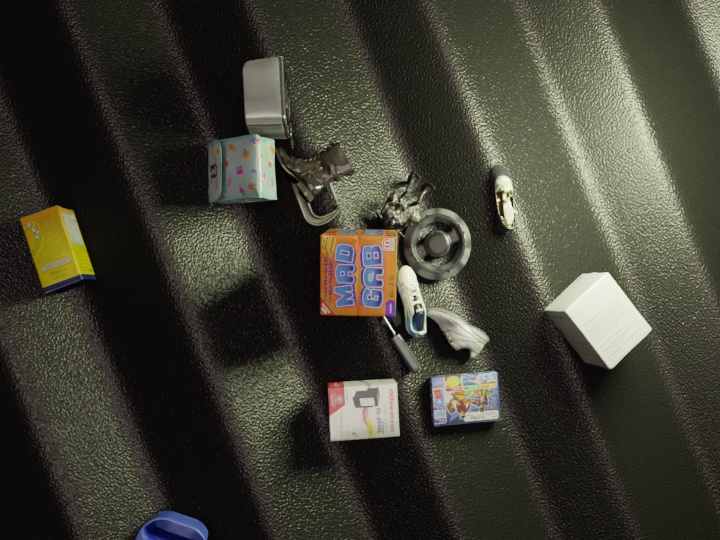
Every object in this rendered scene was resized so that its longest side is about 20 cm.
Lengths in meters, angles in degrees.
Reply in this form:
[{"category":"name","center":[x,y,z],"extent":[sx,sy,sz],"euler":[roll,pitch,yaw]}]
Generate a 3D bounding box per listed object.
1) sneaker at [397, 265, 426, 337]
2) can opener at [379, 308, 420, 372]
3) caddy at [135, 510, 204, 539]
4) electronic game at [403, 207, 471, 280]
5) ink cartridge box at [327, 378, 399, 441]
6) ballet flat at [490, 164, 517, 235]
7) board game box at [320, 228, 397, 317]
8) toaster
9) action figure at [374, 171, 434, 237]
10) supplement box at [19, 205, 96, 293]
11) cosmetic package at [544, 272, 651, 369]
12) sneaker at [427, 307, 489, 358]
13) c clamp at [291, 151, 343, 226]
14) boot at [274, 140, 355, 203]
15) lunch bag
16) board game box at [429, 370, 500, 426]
[{"category":"sneaker","center":[0.150,0.086,1.757],"extent":[0.070,0.072,0.206],"euler":[-13,93,-28]},{"category":"can opener","center":[0.116,0.186,1.767],"extent":[0.066,0.053,0.203],"euler":[-34,92,-4]},{"category":"caddy","center":[-0.500,0.735,1.673],"extent":[0.195,0.105,0.145],"euler":[19,86,-4]},{"category":"electronic game","center":[0.218,-0.075,1.787],"extent":[0.193,0.042,0.207],"euler":[0,88,4]},{"category":"ink cartridge box","center":[0.008,0.384,1.737],"extent":[0.193,0.083,0.151],"euler":[-3,88,-4]},{"category":"ballet flat","center":[0.415,-0.206,1.794],"extent":[0.071,0.073,0.207],"euler":[-5,88,-5]},{"category":"board game box","center":[0.000,0.000,1.663],"extent":[0.193,0.200,0.207],"euler":[2,98,4]},{"category":"toaster","center":[-0.246,-0.450,1.694],"extent":[0.115,0.181,0.207],"euler":[-4,88,-2]},{"category":"action figure","center":[0.116,-0.178,1.754],"extent":[0.118,0.102,0.202],"euler":[37,83,-4]},{"category":"supplement box","center":[-0.803,-0.053,1.671],"extent":[0.107,0.109,0.206],"euler":[-19,89,-5]},{"category":"cosmetic package","center":[0.658,0.136,1.755],"extent":[0.165,0.167,0.201],"euler":[-40,91,-4]},{"category":"sneaker","center":[0.269,0.173,1.772],"extent":[0.197,0.075,0.088],"euler":[32,91,-2]},{"category":"c clamp","center":[-0.107,-0.236,1.773],"extent":[0.166,0.027,0.206],"euler":[-16,89,-5]},{"category":"boot","center":[-0.127,-0.303,1.742],"extent":[0.173,0.069,0.201],"euler":[-38,83,-7]},{"category":"lunch bag","center":[-0.336,-0.271,1.708],"extent":[0.194,0.121,0.176],"euler":[-1,92,21]},{"category":"board game box","center":[0.297,0.364,1.784],"extent":[0.193,0.034,0.140],"euler":[-3,89,-5]}]
